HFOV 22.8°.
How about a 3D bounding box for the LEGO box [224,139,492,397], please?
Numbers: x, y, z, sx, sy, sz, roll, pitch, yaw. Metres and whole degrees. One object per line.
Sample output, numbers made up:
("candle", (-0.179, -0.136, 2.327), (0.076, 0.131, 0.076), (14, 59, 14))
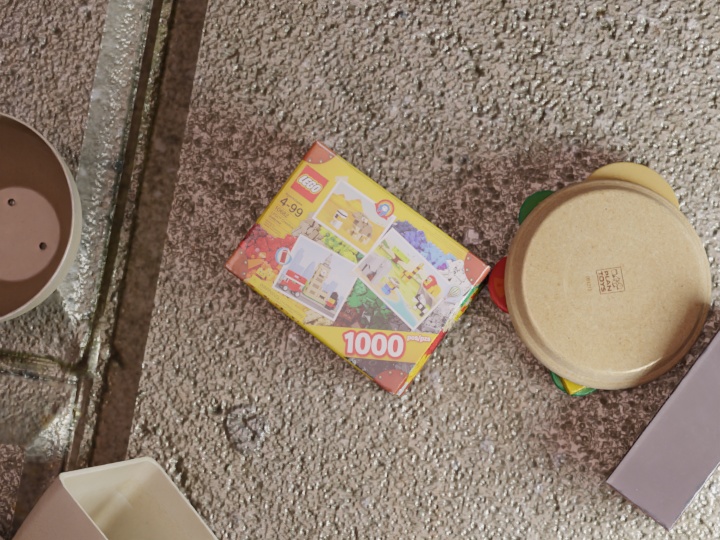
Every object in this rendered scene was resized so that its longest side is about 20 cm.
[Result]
("LEGO box", (0.000, 0.000, 1.663), (0.200, 0.077, 0.149), (36, 90, 10))

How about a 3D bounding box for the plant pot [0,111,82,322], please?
("plant pot", (-0.348, -0.043, 1.688), (0.200, 0.134, 0.201), (-1, 84, 7))

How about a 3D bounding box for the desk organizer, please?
("desk organizer", (0.307, 0.132, 1.605), (0.072, 0.077, 0.200), (37, 90, 10))

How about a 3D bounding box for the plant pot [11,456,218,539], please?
("plant pot", (-0.229, 0.306, 1.610), (0.177, 0.200, 0.200), (-42, 78, 13))

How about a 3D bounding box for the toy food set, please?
("toy food set", (0.221, 0.010, 1.633), (0.198, 0.049, 0.200), (-24, 87, -9))

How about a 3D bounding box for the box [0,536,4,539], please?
("box", (-0.433, 0.293, 1.621), (0.128, 0.200, 0.109), (42, 132, 9))
